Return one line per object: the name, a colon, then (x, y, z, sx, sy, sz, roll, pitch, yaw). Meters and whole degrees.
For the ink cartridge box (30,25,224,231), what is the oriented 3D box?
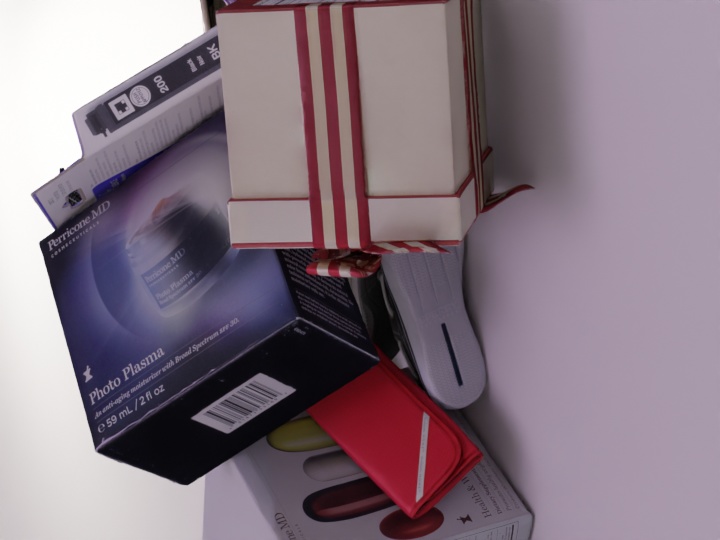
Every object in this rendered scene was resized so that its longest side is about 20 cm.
ink cartridge box: (-0.165, -0.106, 1.401, 0.044, 0.199, 0.198, 56, 172, 5)

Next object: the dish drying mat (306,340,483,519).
dish drying mat: (0.007, 0.106, 1.429, 0.200, 0.077, 0.018, 43, 176, 36)

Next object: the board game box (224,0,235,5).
board game box: (-0.038, -0.149, 1.513, 0.120, 0.032, 0.200, 55, 179, -44)

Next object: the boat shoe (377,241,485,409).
boat shoe: (0.042, 0.011, 1.426, 0.071, 0.072, 0.202, 8, 111, 62)

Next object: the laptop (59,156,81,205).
laptop: (-0.227, -0.063, 1.843, 0.187, 0.115, 0.202, 53, -144, -82)

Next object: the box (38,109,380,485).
box: (-0.121, 0.022, 1.399, 0.199, 0.123, 0.199, -33, 56, 19)

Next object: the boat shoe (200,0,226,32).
boat shoe: (-0.116, -0.280, 1.623, 0.063, 0.071, 0.201, -65, -19, -51)

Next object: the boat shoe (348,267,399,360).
boat shoe: (0.001, 0.000, 1.493, 0.065, 0.074, 0.203, 31, 146, 27)

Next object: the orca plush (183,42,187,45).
orca plush: (-0.157, -0.173, 1.707, 0.105, 0.200, 0.071, -35, 93, 26)

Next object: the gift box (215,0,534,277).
gift box: (0.013, -0.100, 1.260, 0.185, 0.198, 0.188, -43, -47, -67)

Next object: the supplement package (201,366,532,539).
supplement package: (-0.001, 0.205, 1.465, 0.192, 0.199, 0.148, -126, 32, -43)
